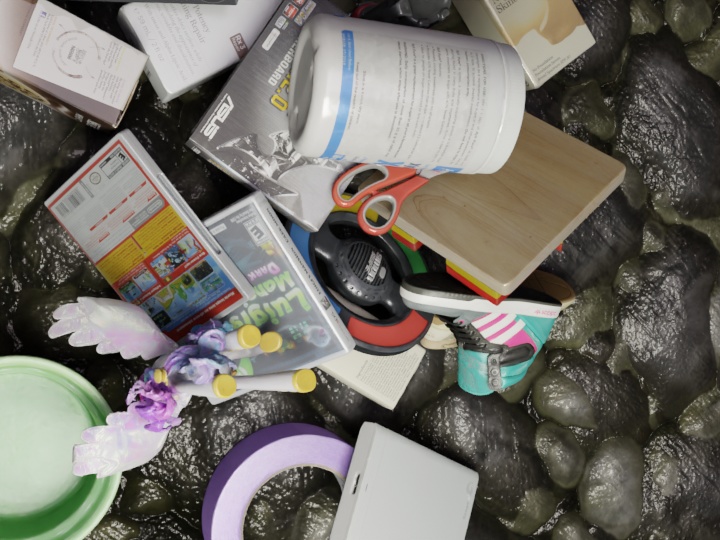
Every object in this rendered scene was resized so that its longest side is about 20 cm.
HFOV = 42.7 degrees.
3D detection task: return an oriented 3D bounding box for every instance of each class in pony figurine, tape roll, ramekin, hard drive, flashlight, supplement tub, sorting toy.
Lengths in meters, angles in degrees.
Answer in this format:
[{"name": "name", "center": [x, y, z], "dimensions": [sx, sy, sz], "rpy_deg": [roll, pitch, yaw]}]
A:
[{"name": "pony figurine", "center": [-0.173, 0.100, 0.865], "dimensions": [0.192, 0.199, 0.168], "rpy_deg": [3, 77, -50]}, {"name": "tape roll", "center": [-0.072, 0.274, 1.018], "dimensions": [0.199, 0.066, 0.202], "rpy_deg": [-1, 92, -20]}, {"name": "ramekin", "center": [-0.338, 0.177, 0.903], "dimensions": [0.199, 0.098, 0.201], "rpy_deg": [-1, 93, -19]}, {"name": "hard drive", "center": [0.055, 0.262, 1.027], "dimensions": [0.200, 0.026, 0.133], "rpy_deg": [33, 67, -41]}, {"name": "flashlight", "center": [0.036, -0.262, 0.959], "dimensions": [0.068, 0.200, 0.068], "rpy_deg": [22, 85, -20]}, {"name": "supplement tub", "center": [0.039, -0.164, 0.869], "dimensions": [0.199, 0.132, 0.133], "rpy_deg": [5, 91, -16]}, {"name": "sorting toy", "center": [0.137, -0.075, 0.971], "dimensions": [0.199, 0.200, 0.070], "rpy_deg": [-41, 148, -22]}]

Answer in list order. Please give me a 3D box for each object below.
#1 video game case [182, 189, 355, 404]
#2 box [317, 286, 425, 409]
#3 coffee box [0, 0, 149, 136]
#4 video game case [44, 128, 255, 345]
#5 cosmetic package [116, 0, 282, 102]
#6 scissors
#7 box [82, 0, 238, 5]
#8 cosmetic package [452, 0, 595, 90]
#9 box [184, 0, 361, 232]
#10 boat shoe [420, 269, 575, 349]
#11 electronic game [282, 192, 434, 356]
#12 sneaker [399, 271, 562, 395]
[{"name": "video game case", "center": [-0.128, 0.035, 0.936], "dimensions": [0.182, 0.199, 0.023], "rpy_deg": [58, 33, -12]}, {"name": "box", "center": [-0.033, 0.070, 1.020], "dimensions": [0.200, 0.068, 0.082], "rpy_deg": [34, 81, -17]}, {"name": "coffee box", "center": [-0.314, -0.212, 0.886], "dimensions": [0.199, 0.113, 0.080], "rpy_deg": [26, 84, -18]}, {"name": "video game case", "center": [-0.213, -0.024, 0.920], "dimensions": [0.200, 0.143, 0.017], "rpy_deg": [53, 35, -9]}, {"name": "cosmetic package", "center": [-0.142, -0.266, 0.965], "dimensions": [0.199, 0.074, 0.102], "rpy_deg": [-32, 102, -14]}, {"name": "scissors", "center": [0.063, -0.106, 0.934], "dimensions": [0.199, 0.014, 0.073], "rpy_deg": [-33, 82, -17]}, {"name": "box", "center": [-0.215, -0.335, 0.875], "dimensions": [0.199, 0.106, 0.123], "rpy_deg": [1, 64, -4]}, {"name": "cosmetic package", "center": [0.174, -0.318, 1.072], "dimensions": [0.105, 0.071, 0.200], "rpy_deg": [-39, 104, -13]}, {"name": "box", "center": [-0.058, -0.164, 0.933], "dimensions": [0.158, 0.048, 0.201], "rpy_deg": [36, 81, -14]}, {"name": "boat shoe", "center": [0.161, 0.049, 1.093], "dimensions": [0.199, 0.072, 0.065], "rpy_deg": [-11, 133, -22]}, {"name": "electronic game", "center": [0.000, 0.000, 0.994], "dimensions": [0.199, 0.042, 0.201], "rpy_deg": [23, 47, -27]}, {"name": "sneaker", "center": [0.118, 0.072, 0.998], "dimensions": [0.199, 0.084, 0.121], "rpy_deg": [9, 105, -27]}]
